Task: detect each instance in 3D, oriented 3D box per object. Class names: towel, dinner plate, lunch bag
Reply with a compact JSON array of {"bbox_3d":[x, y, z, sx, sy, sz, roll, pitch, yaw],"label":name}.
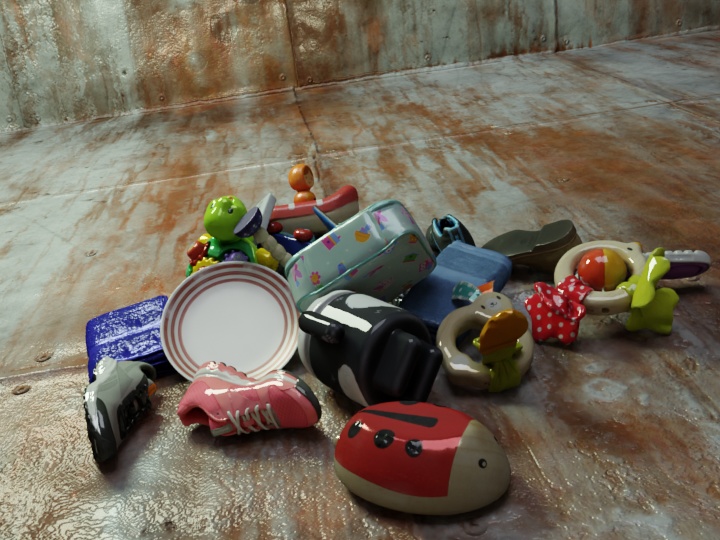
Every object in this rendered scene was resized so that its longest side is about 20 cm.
[{"bbox_3d":[-0.327,0.098,1.244,0.144,0.051,0.200,-13,23,-16],"label":"towel"},{"bbox_3d":[-0.176,0.076,1.176,0.195,0.024,0.204,0,58,-1],"label":"dinner plate"},{"bbox_3d":[0.000,0.000,1.162,0.198,0.160,0.078,-32,62,9],"label":"lunch bag"},{"bbox_3d":[0.134,0.034,1.218,0.110,0.049,0.200,18,41,26],"label":"towel"}]

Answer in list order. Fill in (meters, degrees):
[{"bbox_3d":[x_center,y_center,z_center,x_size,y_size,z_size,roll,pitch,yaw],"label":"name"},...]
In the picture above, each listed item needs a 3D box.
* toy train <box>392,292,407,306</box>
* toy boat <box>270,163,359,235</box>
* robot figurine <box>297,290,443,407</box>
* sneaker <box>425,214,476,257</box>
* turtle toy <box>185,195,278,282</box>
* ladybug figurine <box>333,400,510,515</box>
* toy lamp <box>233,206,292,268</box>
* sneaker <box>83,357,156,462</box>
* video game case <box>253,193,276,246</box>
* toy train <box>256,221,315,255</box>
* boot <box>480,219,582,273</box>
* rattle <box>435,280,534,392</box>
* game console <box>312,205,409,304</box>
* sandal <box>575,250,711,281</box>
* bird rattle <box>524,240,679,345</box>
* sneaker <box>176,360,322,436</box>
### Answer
[{"bbox_3d":[0.140,0.026,1.293,0.196,0.035,0.046,-18,28,-23],"label":"toy train"},{"bbox_3d":[-0.102,-0.132,1.593,0.195,0.134,0.131,-9,-2,-4],"label":"toy boat"},{"bbox_3d":[0.009,0.094,1.041,0.124,0.153,0.198,-34,31,-28],"label":"robot figurine"},{"bbox_3d":[0.149,-0.061,1.415,0.072,0.083,0.200,-26,18,-4],"label":"sneaker"},{"bbox_3d":[-0.204,-0.010,1.279,0.143,0.205,0.101,13,6,24],"label":"turtle toy"},{"bbox_3d":[0.057,0.185,0.880,0.196,0.074,0.136,3,24,24],"label":"ladybug figurine"},{"bbox_3d":[-0.099,-0.003,1.244,0.058,0.200,0.059,-39,21,19],"label":"toy lamp"},{"bbox_3d":[-0.294,0.162,1.052,0.077,0.076,0.201,-4,21,-6],"label":"sneaker"},{"bbox_3d":[-0.218,-0.036,1.441,0.181,0.022,0.201,-42,16,15],"label":"video game case"},{"bbox_3d":[-0.073,-0.028,1.453,0.197,0.087,0.115,15,13,34],"label":"toy train"},{"bbox_3d":[0.264,-0.021,1.344,0.198,0.076,0.074,-9,38,49],"label":"boot"},{"bbox_3d":[0.155,0.038,1.067,0.127,0.145,0.202,-5,42,19],"label":"rattle"},{"bbox_3d":[0.037,-0.041,1.359,0.167,0.121,0.200,-16,29,-19],"label":"game console"},{"bbox_3d":[0.400,0.012,1.217,0.198,0.083,0.051,-11,63,10],"label":"sandal"},{"bbox_3d":[0.319,0.025,1.144,0.196,0.114,0.165,-11,36,20],"label":"bird rattle"},{"bbox_3d":[-0.134,0.169,1.011,0.196,0.075,0.087,3,37,33],"label":"sneaker"}]
